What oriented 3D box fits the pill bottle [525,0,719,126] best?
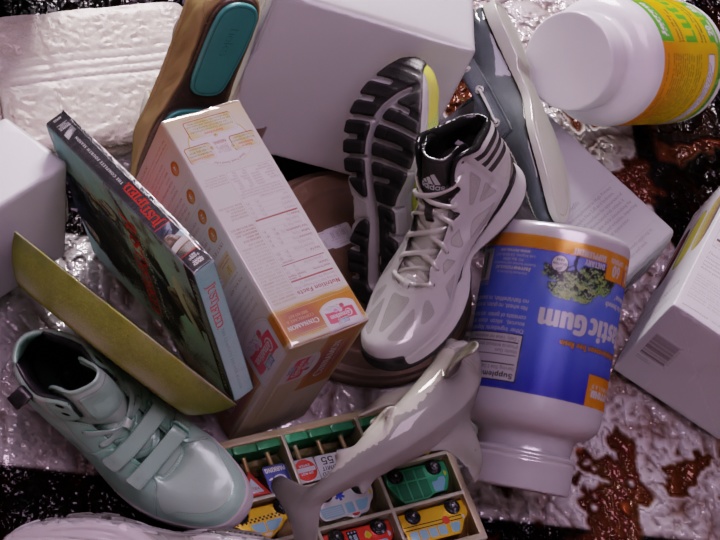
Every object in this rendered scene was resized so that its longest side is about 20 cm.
[{"bbox_3d":[0.225,-0.180,1.711,0.200,0.111,0.111,-8,60,-56],"label":"pill bottle"}]

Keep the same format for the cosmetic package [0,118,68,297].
[{"bbox_3d":[-0.307,-0.014,1.434,0.074,0.102,0.200,35,50,21],"label":"cosmetic package"}]

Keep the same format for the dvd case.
[{"bbox_3d":[-0.152,-0.011,1.435,0.022,0.146,0.200,-35,53,-18],"label":"dvd case"}]

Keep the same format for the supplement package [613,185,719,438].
[{"bbox_3d":[0.314,0.018,1.666,0.109,0.114,0.200,34,52,0],"label":"supplement package"}]

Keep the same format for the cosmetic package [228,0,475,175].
[{"bbox_3d":[-0.013,-0.208,1.624,0.166,0.168,0.200,14,46,-14],"label":"cosmetic package"}]

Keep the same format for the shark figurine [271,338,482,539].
[{"bbox_3d":[0.039,0.129,1.424,0.214,0.128,0.090,-41,97,-24],"label":"shark figurine"}]

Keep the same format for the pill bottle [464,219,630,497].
[{"bbox_3d":[0.137,0.069,1.529,0.112,0.112,0.201,12,83,-15],"label":"pill bottle"}]

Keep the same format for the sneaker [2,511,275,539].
[{"bbox_3d":[-0.151,0.221,1.374,0.199,0.078,0.100,8,85,-1],"label":"sneaker"}]

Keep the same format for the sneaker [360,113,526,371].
[{"bbox_3d":[0.045,-0.032,1.458,0.076,0.115,0.201,17,65,32],"label":"sneaker"}]

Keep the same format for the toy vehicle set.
[{"bbox_3d":[-0.016,0.172,1.488,0.200,0.027,0.125,-11,65,-27],"label":"toy vehicle set"}]

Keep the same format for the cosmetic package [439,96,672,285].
[{"bbox_3d":[0.150,-0.057,1.663,0.200,0.074,0.102,44,54,11],"label":"cosmetic package"}]

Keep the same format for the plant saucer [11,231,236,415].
[{"bbox_3d":[-0.176,0.045,1.421,0.200,0.200,0.031,38,85,4],"label":"plant saucer"}]

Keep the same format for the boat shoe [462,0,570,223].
[{"bbox_3d":[0.117,-0.121,1.614,0.062,0.073,0.200,-22,69,16],"label":"boat shoe"}]

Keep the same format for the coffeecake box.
[{"bbox_3d":[-0.093,0.002,1.484,0.073,0.154,0.200,-19,69,-31],"label":"coffeecake box"}]

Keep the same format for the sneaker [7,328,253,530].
[{"bbox_3d":[-0.166,0.115,1.397,0.200,0.118,0.074,34,80,7],"label":"sneaker"}]

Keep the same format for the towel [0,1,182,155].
[{"bbox_3d":[-0.215,-0.150,1.606,0.200,0.034,0.133,-9,65,-28],"label":"towel"}]

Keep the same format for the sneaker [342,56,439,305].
[{"bbox_3d":[0.041,-0.071,1.555,0.090,0.201,0.078,-14,28,-40],"label":"sneaker"}]

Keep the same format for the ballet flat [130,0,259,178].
[{"bbox_3d":[-0.135,-0.142,1.555,0.069,0.200,0.063,6,31,-42],"label":"ballet flat"}]

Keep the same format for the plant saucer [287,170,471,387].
[{"bbox_3d":[0.000,0.000,1.603,0.199,0.029,0.201,10,57,-15],"label":"plant saucer"}]
